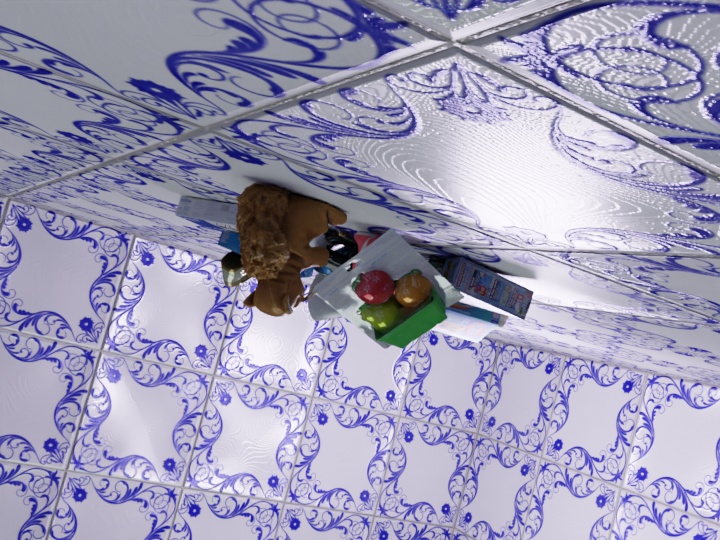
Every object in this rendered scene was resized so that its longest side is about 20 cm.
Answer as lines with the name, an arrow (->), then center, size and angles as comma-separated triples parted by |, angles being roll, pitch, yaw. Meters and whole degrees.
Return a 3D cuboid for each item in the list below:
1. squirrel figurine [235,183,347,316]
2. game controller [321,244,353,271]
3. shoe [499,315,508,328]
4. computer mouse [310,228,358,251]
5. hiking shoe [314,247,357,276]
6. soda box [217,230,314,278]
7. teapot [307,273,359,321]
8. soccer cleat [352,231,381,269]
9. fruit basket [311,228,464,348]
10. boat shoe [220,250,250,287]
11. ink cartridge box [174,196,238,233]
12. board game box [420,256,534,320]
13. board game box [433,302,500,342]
squirrel figurine -> -0.133, -0.027, 1.242 | 0.141, 0.187, 0.200 | 13, 175, 28
game controller -> 0.000, 0.000, 1.554 | 0.200, 0.042, 0.104 | 24, -179, -18
shoe -> 0.334, 0.123, 2.319 | 0.200, 0.053, 0.070 | 10, 173, 44
computer mouse -> -0.063, -0.053, 1.577 | 0.110, 0.044, 0.200 | 17, 175, -35
hiking shoe -> -0.019, -0.026, 1.682 | 0.200, 0.075, 0.087 | 2, 163, 22
soda box -> -0.191, -0.049, 1.688 | 0.200, 0.064, 0.068 | 23, -170, 16
teapot -> -0.044, 0.038, 1.989 | 0.197, 0.146, 0.200 | -10, 177, -33
soccer cleat -> 0.017, 0.011, 1.475 | 0.073, 0.068, 0.200 | 24, 136, 16
fruit basket -> 0.048, 0.035, 1.398 | 0.200, 0.185, 0.094 | 43, -156, -24
boat shoe -> -0.232, -0.025, 1.777 | 0.074, 0.066, 0.200 | 32, -141, 26
ink cartridge box -> -0.266, -0.105, 1.607 | 0.200, 0.044, 0.094 | 12, 172, 39
board game box -> 0.189, 0.019, 1.522 | 0.200, 0.062, 0.200 | 16, 174, 41
board game box -> 0.187, 0.093, 1.766 | 0.200, 0.045, 0.152 | 17, 158, -5
